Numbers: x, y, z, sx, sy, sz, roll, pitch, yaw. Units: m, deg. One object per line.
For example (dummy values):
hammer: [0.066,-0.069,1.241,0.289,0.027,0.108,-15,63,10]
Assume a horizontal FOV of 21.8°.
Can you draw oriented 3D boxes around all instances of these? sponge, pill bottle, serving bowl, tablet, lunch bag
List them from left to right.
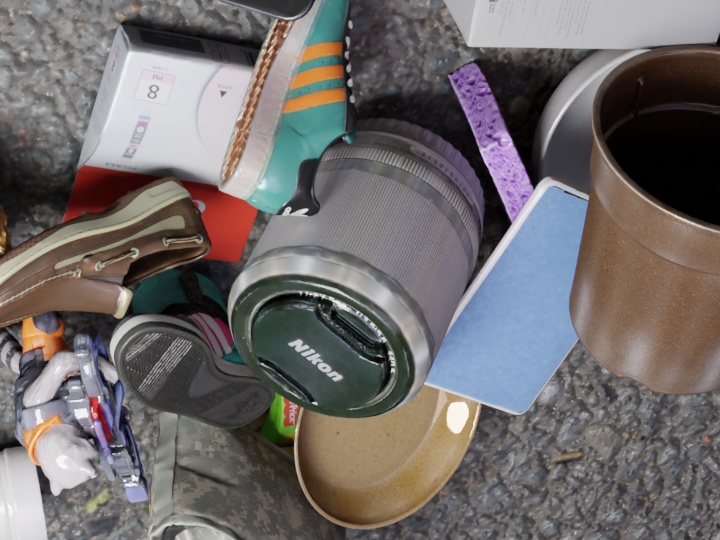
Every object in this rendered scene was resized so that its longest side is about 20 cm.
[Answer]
pill bottle: [-0.366,0.205,1.558,0.199,0.113,0.113,-9,129,-11]
lunch bag: [-0.108,0.216,1.540,0.117,0.164,0.200,-32,119,19]
sponge: [0.125,-0.062,1.510,0.030,0.112,0.200,-24,130,4]
tablet: [0.138,0.023,1.493,0.130,0.014,0.200,20,113,-36]
serving bowl: [0.225,-0.114,1.529,0.199,0.066,0.201,-12,129,-15]

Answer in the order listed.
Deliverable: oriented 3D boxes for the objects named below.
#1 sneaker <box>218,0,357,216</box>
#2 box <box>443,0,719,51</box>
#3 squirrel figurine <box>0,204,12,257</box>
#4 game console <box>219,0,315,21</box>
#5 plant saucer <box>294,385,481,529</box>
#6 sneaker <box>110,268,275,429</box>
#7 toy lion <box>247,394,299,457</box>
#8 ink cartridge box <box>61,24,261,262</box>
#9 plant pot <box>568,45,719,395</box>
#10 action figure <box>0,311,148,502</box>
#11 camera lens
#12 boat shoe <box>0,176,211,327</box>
sneaker: [-0.036,-0.133,1.374,0.080,0.071,0.201,25,76,-19]
box: [0.162,-0.235,1.378,0.199,0.125,0.098,-1,127,-17]
squirrel figurine: [-0.356,-0.002,1.388,0.199,0.142,0.187,6,131,-19]
game console: [-0.100,-0.284,1.205,0.170,0.118,0.201,14,94,-48]
plant saucer: [0.017,0.120,1.589,0.199,0.035,0.201,-15,115,-33]
sneaker: [-0.151,0.047,1.488,0.084,0.121,0.200,-41,149,7]
toy lion: [-0.005,0.107,1.640,0.191,0.069,0.201,-13,130,-17]
ink cartridge box: [-0.133,-0.084,1.452,0.162,0.057,0.201,7,119,-23]
plant pot: [0.248,-0.027,1.381,0.199,0.201,0.199,-5,138,-14]
action figure: [-0.234,0.106,1.470,0.104,0.194,0.201,-15,130,-5]
camera lens: [0.000,0.000,1.430,0.159,0.200,0.160,14,136,14]
boat shoe: [-0.197,0.001,1.388,0.202,0.075,0.075,-30,168,-27]
